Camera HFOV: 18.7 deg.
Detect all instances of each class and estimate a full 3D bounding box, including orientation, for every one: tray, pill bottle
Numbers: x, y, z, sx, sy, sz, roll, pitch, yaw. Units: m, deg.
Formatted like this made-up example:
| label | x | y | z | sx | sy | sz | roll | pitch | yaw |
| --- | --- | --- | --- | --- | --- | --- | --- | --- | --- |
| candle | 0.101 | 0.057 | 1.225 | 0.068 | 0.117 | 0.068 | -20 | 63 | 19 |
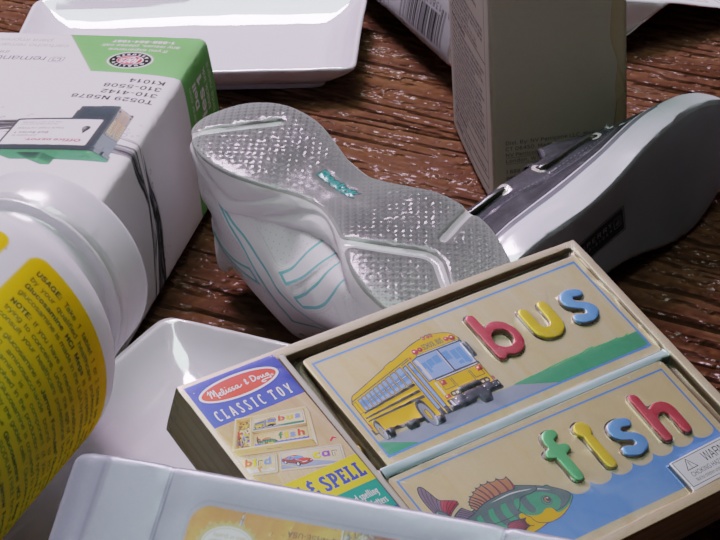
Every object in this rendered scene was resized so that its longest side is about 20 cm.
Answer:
| label | x | y | z | sx | sy | sz | roll | pitch | yaw |
| --- | --- | --- | --- | --- | --- | --- | --- | --- | --- |
| tray | -0.097 | -0.127 | 1.240 | 0.199 | 0.022 | 0.108 | -1 | 31 | 5 |
| pill bottle | -0.161 | 0.047 | 0.809 | 0.112 | 0.113 | 0.200 | 9 | 34 | 22 |

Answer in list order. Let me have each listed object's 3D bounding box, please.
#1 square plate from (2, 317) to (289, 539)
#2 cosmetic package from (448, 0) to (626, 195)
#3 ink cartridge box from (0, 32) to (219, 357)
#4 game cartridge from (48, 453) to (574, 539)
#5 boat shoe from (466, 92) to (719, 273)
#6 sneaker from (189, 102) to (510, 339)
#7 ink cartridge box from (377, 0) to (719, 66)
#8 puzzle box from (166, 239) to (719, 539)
| label | x | y | z | sx | sy | sz | roll | pitch | yaw |
| --- | --- | --- | --- | --- | --- | --- | --- | --- | --- |
| square plate | -0.047 | 0.094 | 0.851 | 0.199 | 0.029 | 0.198 | 13 | 34 | 26 |
| cosmetic package | 0.085 | -0.145 | 1.072 | 0.073 | 0.201 | 0.104 | -7 | 31 | -7 |
| ink cartridge box | -0.161 | -0.033 | 1.025 | 0.145 | 0.085 | 0.200 | 3 | 31 | 12 |
| game cartridge | -0.021 | 0.138 | 0.705 | 0.199 | 0.042 | 0.134 | 8 | 61 | 17 |
| boat shoe | 0.099 | -0.031 | 1.017 | 0.066 | 0.070 | 0.200 | 23 | 47 | 36 |
| sneaker | 0.000 | 0.000 | 0.958 | 0.070 | 0.081 | 0.200 | -25 | 43 | -30 |
| ink cartridge box | 0.107 | -0.164 | 1.279 | 0.199 | 0.050 | 0.162 | 3 | 25 | -27 |
| puzzle box | 0.045 | 0.065 | 0.817 | 0.199 | 0.026 | 0.133 | -20 | 54 | -34 |
